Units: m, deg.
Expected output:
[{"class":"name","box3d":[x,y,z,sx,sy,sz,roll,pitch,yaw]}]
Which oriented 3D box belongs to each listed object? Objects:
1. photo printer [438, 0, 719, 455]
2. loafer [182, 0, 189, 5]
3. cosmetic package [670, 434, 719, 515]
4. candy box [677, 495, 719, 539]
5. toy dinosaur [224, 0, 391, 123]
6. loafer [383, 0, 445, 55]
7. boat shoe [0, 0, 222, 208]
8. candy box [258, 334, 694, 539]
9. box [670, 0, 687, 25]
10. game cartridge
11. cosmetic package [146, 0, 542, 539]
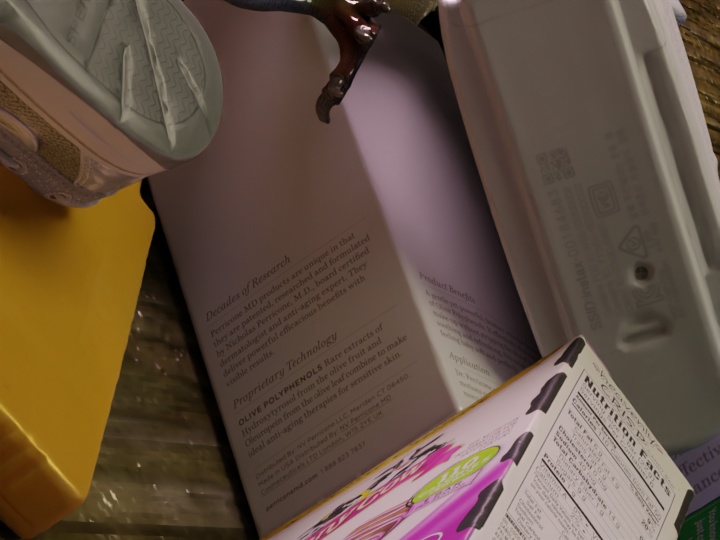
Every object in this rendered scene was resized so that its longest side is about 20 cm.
[{"class":"photo printer","box3d":[0.076,-0.051,0.944,0.200,0.069,0.167,-84,156,-70]},{"class":"loafer","box3d":[-0.101,-0.146,0.960,0.200,0.073,0.072,39,28,-37]},{"class":"cosmetic package","box3d":[0.178,0.106,1.063,0.166,0.167,0.201,27,36,-50]},{"class":"candy box","box3d":[0.150,0.147,0.895,0.169,0.200,0.077,44,24,-27]},{"class":"toy dinosaur","box3d":[-0.071,-0.121,0.886,0.181,0.105,0.200,29,4,-2]},{"class":"loafer","box3d":[0.047,-0.045,1.103,0.200,0.076,0.067,34,-13,-38]},{"class":"boat shoe","box3d":[-0.126,-0.091,0.778,0.202,0.065,0.075,40,45,-25]},{"class":"candy box","box3d":[0.004,0.101,0.737,0.061,0.136,0.200,54,20,-4]},{"class":"box","box3d":[0.025,-0.167,1.222,0.200,0.105,0.185,9,51,-63]},{"class":"game cartridge","box3d":[-0.138,-0.044,0.799,0.200,0.032,0.177,50,21,-21]},{"class":"cosmetic package","box3d":[0.000,0.000,0.949,0.107,0.085,0.201,31,31,-49]}]
